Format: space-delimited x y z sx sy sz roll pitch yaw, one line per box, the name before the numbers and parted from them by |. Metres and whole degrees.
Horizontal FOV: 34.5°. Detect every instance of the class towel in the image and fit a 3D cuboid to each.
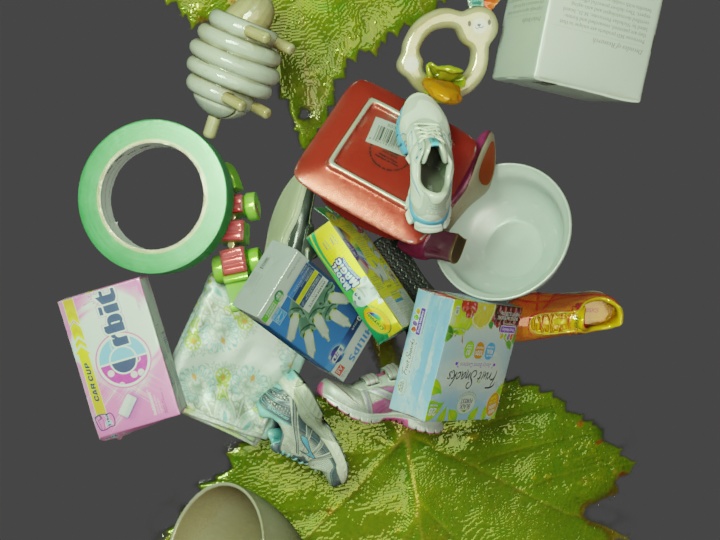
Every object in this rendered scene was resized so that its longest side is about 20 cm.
towel | -0.171 0.126 1.612 0.170 0.048 0.201 25 92 -16

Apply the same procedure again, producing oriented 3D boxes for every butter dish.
butter dish | 0.029 -0.123 1.577 0.199 0.148 0.200 28 62 7

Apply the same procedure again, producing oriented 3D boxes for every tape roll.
tape roll | -0.268 -0.095 1.523 0.199 0.048 0.202 0 88 5

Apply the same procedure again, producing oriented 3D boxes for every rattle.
rattle | 0.144 -0.325 1.577 0.130 0.143 0.200 44 93 4

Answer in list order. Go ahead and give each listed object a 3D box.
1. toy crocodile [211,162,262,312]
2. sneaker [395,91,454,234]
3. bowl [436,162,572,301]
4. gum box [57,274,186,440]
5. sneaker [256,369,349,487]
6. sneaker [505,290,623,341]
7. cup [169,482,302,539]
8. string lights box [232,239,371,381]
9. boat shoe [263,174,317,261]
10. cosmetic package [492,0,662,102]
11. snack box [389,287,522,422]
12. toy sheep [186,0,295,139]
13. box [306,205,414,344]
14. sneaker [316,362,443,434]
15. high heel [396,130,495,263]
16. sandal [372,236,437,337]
toy crocodile | -0.170 -0.045 1.560 0.067 0.062 0.202 -6 82 7
sneaker | 0.091 -0.153 1.470 0.074 0.087 0.201 -2 61 -8
bowl | 0.209 -0.042 1.632 0.200 0.090 0.203 -8 69 21
gum box | -0.314 0.118 1.543 0.113 0.066 0.202 -16 93 1
sneaker | -0.084 0.232 1.619 0.086 0.078 0.201 -30 119 -8
sneaker | 0.288 0.065 1.694 0.198 0.077 0.074 -11 102 -8
cup | -0.152 0.407 1.598 0.143 0.200 0.201 25 92 -42
string lights box | -0.069 0.056 1.548 0.200 0.059 0.103 41 77 -44
boat shoe | -0.090 -0.039 1.595 0.067 0.072 0.202 17 81 -30
cosmetic package | 0.299 -0.344 1.592 0.164 0.165 0.202 9 97 -14
snack box | 0.135 0.119 1.596 0.199 0.067 0.170 10 96 -54
toy sheep | -0.165 -0.267 1.515 0.137 0.138 0.201 23 98 -15
box | 0.000 0.000 1.573 0.048 0.117 0.201 -34 84 17
sneaker | 0.034 0.171 1.654 0.199 0.081 0.089 12 94 -23
high heel | 0.119 -0.109 1.609 0.067 0.096 0.201 43 66 -55
sandal | 0.076 0.042 1.664 0.075 0.045 0.201 -29 89 -13
